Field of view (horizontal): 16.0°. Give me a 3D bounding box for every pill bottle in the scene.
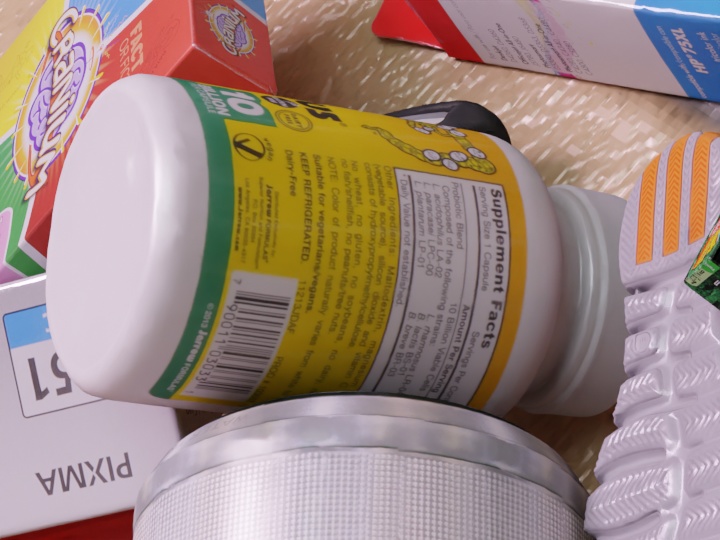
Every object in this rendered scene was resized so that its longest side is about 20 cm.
[{"bbox_3d":[0.000,0.000,0.905,0.113,0.200,0.113,-30,56,59],"label":"pill bottle"}]

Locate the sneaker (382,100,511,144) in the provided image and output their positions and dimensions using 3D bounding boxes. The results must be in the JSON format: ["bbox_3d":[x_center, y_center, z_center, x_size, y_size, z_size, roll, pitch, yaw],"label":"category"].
[{"bbox_3d":[-0.038,-0.053,1.048,0.200,0.075,0.116,-21,51,18],"label":"sneaker"}]

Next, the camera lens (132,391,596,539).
[{"bbox_3d":[0.000,0.151,0.844,0.160,0.160,0.200,-13,56,23],"label":"camera lens"}]

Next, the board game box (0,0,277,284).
[{"bbox_3d":[-0.114,-0.057,1.046,0.200,0.040,0.153,-46,30,26],"label":"board game box"}]

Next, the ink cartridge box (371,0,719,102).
[{"bbox_3d":[0.092,-0.142,1.031,0.200,0.067,0.116,13,69,35],"label":"ink cartridge box"}]

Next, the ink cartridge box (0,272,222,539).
[{"bbox_3d":[-0.142,0.098,0.979,0.200,0.045,0.177,-14,87,22],"label":"ink cartridge box"}]

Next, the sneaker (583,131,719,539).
[{"bbox_3d":[0.141,0.058,0.848,0.078,0.112,0.200,-18,56,52],"label":"sneaker"}]

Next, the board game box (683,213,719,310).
[{"bbox_3d":[0.189,-0.038,0.853,0.105,0.023,0.200,35,55,-2],"label":"board game box"}]
